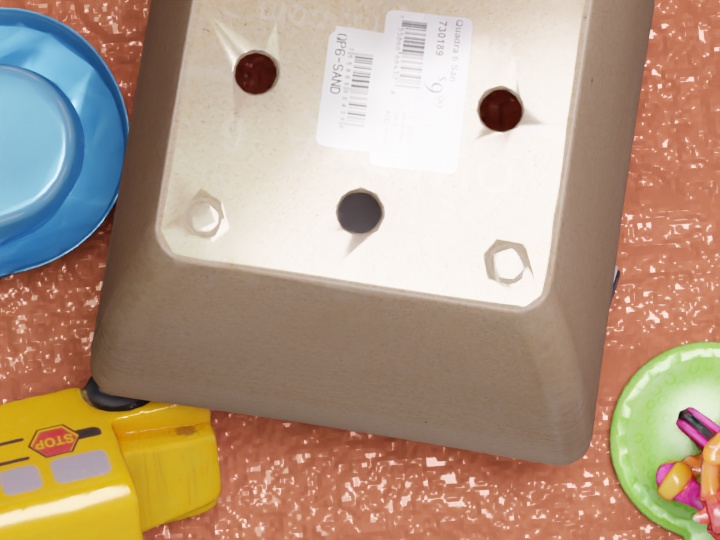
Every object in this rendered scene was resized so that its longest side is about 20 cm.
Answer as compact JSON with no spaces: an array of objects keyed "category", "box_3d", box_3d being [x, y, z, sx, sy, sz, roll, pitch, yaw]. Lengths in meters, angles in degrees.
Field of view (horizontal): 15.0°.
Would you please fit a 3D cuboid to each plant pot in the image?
[{"category":"plant pot","box_3d":[0.005,-0.048,1.005,0.200,0.177,0.200,9,81,2]}]

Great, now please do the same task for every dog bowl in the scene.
[{"category":"dog bowl","box_3d":[-0.191,-0.036,1.146,0.200,0.050,0.112,-18,81,0]}]

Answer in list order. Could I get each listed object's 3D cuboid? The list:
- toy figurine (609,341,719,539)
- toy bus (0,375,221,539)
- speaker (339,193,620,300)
[{"category":"toy figurine","box_3d":[0.188,0.103,1.063,0.200,0.184,0.150,42,88,4]},{"category":"toy bus","box_3d":[-0.152,0.099,1.092,0.200,0.078,0.065,-13,126,-13]},{"category":"speaker","box_3d":[0.000,0.000,1.126,0.200,0.081,0.081,20,87,3]}]
